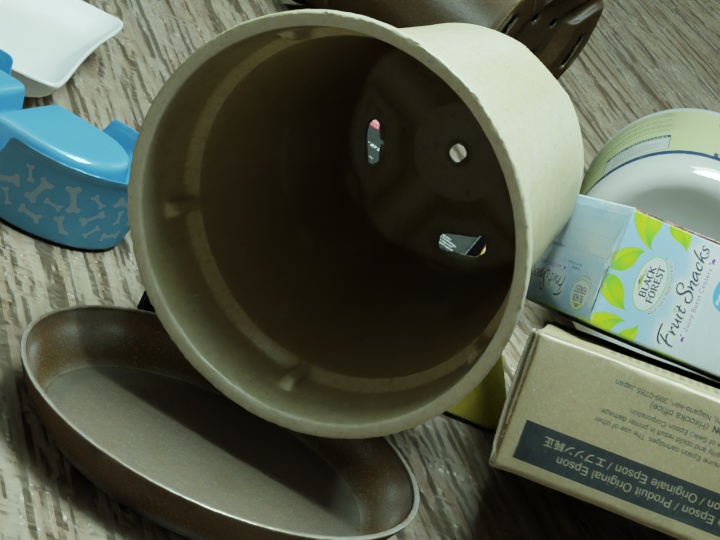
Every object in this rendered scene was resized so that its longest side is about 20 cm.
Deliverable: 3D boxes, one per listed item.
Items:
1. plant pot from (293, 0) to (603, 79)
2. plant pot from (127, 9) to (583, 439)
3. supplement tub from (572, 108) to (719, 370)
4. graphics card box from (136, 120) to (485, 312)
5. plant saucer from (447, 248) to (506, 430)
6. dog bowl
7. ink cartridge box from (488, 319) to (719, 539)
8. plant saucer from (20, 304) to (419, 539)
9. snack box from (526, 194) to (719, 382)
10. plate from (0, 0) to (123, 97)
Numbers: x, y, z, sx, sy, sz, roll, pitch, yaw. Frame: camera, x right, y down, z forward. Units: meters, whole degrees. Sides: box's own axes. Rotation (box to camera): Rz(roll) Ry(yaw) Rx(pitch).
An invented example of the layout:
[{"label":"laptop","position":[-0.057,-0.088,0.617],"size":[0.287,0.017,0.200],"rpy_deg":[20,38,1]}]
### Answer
[{"label":"plant pot","position":[0.070,-0.233,2.064],"size":[0.198,0.200,0.200],"rpy_deg":[43,24,25]},{"label":"plant pot","position":[0.017,-0.040,1.298],"size":[0.200,0.201,0.183],"rpy_deg":[30,23,14]},{"label":"supplement tub","position":[0.205,-0.022,1.703],"size":[0.145,0.145,0.200],"rpy_deg":[26,18,1]},{"label":"graphics card box","position":[-0.016,-0.010,1.419],"size":[0.125,0.051,0.200],"rpy_deg":[33,38,5]},{"label":"plant saucer","position":[0.000,0.000,1.532],"size":[0.200,0.048,0.200],"rpy_deg":[23,19,-7]},{"label":"dog bowl","position":[-0.200,-0.076,1.477],"size":[0.200,0.050,0.111],"rpy_deg":[30,19,17]},{"label":"ink cartridge box","position":[0.155,0.087,1.353],"size":[0.165,0.075,0.200],"rpy_deg":[20,3,6]},{"label":"plant saucer","position":[-0.069,0.080,1.245],"size":[0.200,0.032,0.200],"rpy_deg":[23,17,-7]},{"label":"snack box","position":[0.190,0.024,1.387],"size":[0.200,0.068,0.169],"rpy_deg":[23,1,-13]},{"label":"plate","position":[-0.261,-0.166,1.674],"size":[0.200,0.032,0.200],"rpy_deg":[25,19,-1]}]
